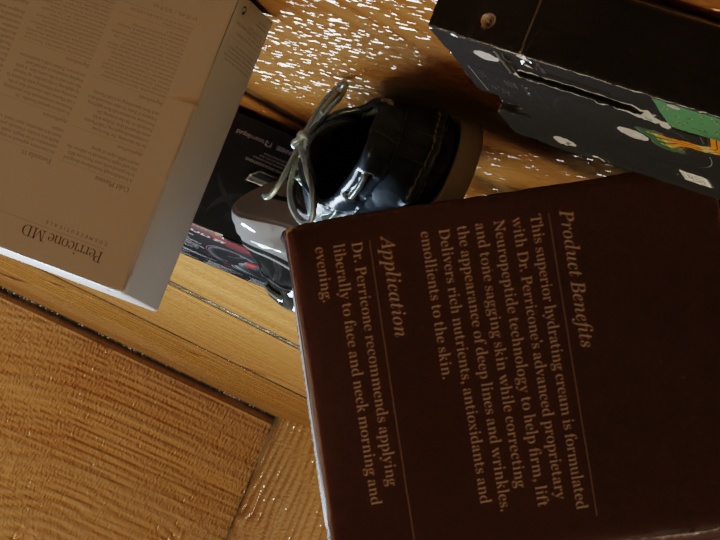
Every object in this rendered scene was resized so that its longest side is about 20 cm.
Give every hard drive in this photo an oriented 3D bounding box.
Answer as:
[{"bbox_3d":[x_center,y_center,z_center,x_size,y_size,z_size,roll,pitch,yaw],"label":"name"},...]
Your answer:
[{"bbox_3d":[0.137,-0.058,1.009,0.200,0.038,0.140,20,173,22],"label":"hard drive"}]

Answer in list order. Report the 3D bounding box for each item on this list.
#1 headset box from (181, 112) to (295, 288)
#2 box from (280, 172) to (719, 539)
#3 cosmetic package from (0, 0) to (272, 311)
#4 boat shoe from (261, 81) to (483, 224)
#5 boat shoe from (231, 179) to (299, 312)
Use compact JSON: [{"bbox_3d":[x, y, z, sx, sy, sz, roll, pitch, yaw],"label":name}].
[{"bbox_3d":[-0.050,-0.035,1.615,0.148,0.075,0.200,23,173,-5],"label":"headset box"},{"bbox_3d":[0.074,0.056,1.248,0.199,0.166,0.164,-8,172,0],"label":"box"},{"bbox_3d":[-0.161,-0.085,1.271,0.200,0.151,0.052,20,173,21],"label":"cosmetic package"},{"bbox_3d":[-0.003,-0.052,1.331,0.062,0.075,0.200,24,175,-17],"label":"boat shoe"},{"bbox_3d":[0.000,0.000,1.443,0.200,0.072,0.071,27,142,60],"label":"boat shoe"}]
